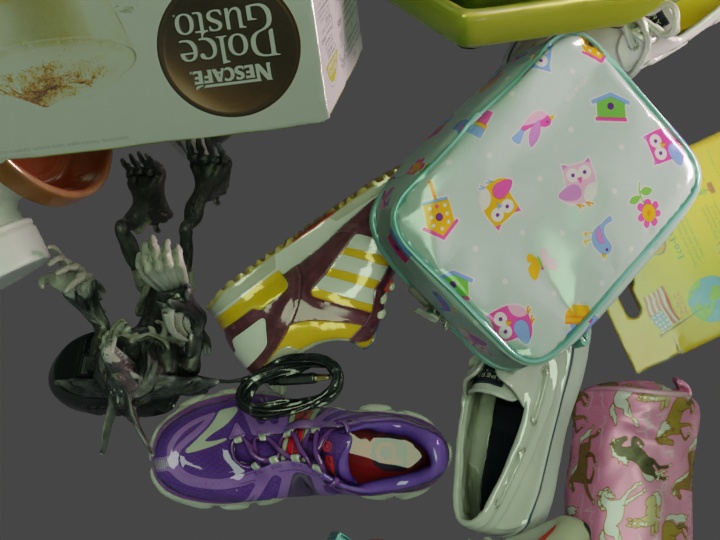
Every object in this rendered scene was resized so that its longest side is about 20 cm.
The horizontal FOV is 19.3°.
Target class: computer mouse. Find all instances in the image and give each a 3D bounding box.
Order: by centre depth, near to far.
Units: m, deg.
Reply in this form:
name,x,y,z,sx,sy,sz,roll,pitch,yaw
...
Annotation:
name,x,y,z,sx,sy,sz,roll,pitch,yaw
computer mouse,-0.107,0.073,1.378,0.199,0.034,0.059,4,59,14

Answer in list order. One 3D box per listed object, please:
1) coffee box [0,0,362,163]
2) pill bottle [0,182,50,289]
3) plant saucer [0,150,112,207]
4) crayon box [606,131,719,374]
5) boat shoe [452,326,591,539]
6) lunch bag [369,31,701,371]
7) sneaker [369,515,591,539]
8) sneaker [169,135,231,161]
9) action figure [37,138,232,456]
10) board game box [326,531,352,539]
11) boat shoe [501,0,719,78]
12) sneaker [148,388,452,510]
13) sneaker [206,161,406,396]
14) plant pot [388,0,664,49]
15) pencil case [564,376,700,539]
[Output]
name,x,y,z,sx,sy,sz,roll,pitch,yaw
coffee box,-0.116,-0.190,1.244,0.199,0.200,0.199,-6,107,7
pill bottle,-0.279,-0.078,1.356,0.111,0.111,0.201,-27,88,-9
plant saucer,-0.229,-0.129,1.334,0.032,0.200,0.201,-29,89,20
crayon box,0.243,-0.026,1.447,0.199,0.051,0.127,-24,88,-9
boat shoe,0.102,0.076,1.400,0.065,0.073,0.201,13,80,-48
lunch bag,0.112,-0.038,1.357,0.160,0.077,0.200,46,75,-10
sneaker,0.052,0.198,1.345,0.199,0.070,0.094,-34,95,-7
sneaker,-0.130,-0.182,1.410,0.112,0.073,0.200,-38,99,-12
action figure,-0.142,0.012,1.342,0.118,0.102,0.201,-5,57,26
board game box,0.030,0.288,1.393,0.200,0.047,0.151,32,81,-4
boat shoe,0.190,-0.170,1.428,0.201,0.086,0.075,-25,88,-9
sneaker,-0.038,0.114,1.383,0.199,0.083,0.081,-2,85,-6
sneaker,0.000,0.000,1.407,0.200,0.075,0.090,-34,92,-1
plant pot,0.090,-0.253,1.328,0.199,0.199,0.182,-12,123,-32
pencil case,0.181,0.170,1.406,0.086,0.083,0.201,5,82,-37
